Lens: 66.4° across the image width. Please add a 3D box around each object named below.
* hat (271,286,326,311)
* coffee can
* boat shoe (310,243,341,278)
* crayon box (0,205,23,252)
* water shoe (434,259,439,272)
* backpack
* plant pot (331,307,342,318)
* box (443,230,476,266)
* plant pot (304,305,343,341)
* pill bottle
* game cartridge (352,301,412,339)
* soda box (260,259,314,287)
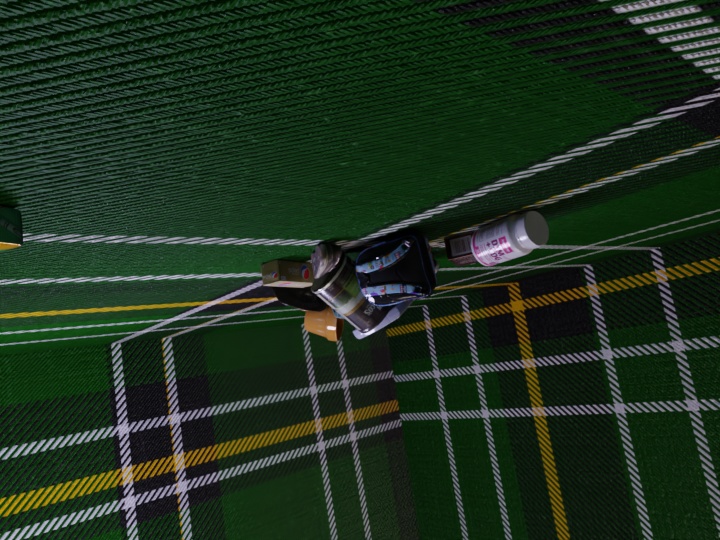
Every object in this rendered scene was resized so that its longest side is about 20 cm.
[{"bbox_3d":[-0.189,0.051,1.800,0.199,0.201,0.081,0,128,-45],"label":"hat"},{"bbox_3d":[-0.024,0.066,1.605,0.200,0.147,0.146,41,148,-19],"label":"coffee can"},{"bbox_3d":[-0.092,-0.024,1.515,0.072,0.076,0.200,-7,172,-14],"label":"boat shoe"},{"bbox_3d":[-0.606,-0.063,0.772,0.117,0.059,0.200,-13,170,21],"label":"crayon box"},{"bbox_3d":[0.190,-0.018,1.939,0.079,0.072,0.199,32,152,-29],"label":"water shoe"},{"bbox_3d":[0.095,0.001,1.517,0.198,0.185,0.134,-16,-175,23],"label":"backpack"},{"bbox_3d":[0.000,0.116,2.163,0.194,0.203,0.200,5,165,-29],"label":"plant pot"},{"bbox_3d":[0.331,-0.065,1.713,0.099,0.076,0.200,-13,169,17],"label":"box"},{"bbox_3d":[-0.194,0.265,2.907,0.181,0.203,0.200,5,173,9],"label":"plant pot"},{"bbox_3d":[0.409,-0.088,1.511,0.112,0.115,0.199,-4,169,-32],"label":"pill bottle"},{"bbox_3d":[0.069,0.141,1.681,0.199,0.041,0.133,-34,180,39],"label":"game cartridge"},{"bbox_3d":[-0.209,0.012,1.648,0.067,0.065,0.199,-14,169,28],"label":"soda box"}]
